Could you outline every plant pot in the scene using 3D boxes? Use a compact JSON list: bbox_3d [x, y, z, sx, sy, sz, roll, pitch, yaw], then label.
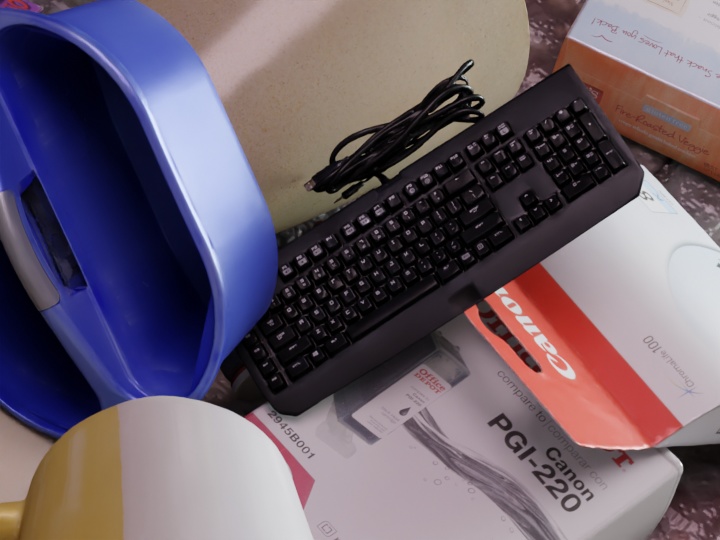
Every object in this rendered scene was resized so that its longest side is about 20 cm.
[{"bbox_3d":[-0.051,-0.095,1.385,0.187,0.188,0.200,39,55,14],"label":"plant pot"}]

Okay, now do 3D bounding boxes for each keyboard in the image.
[{"bbox_3d":[0.021,-0.027,1.298,0.200,0.040,0.104,-33,64,-1],"label":"keyboard"}]

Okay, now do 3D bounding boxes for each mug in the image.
[{"bbox_3d":[-0.094,0.124,1.174,0.186,0.149,0.153,28,30,-26],"label":"mug"}]

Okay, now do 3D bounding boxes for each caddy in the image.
[{"bbox_3d":[-0.125,-0.023,1.250,0.201,0.141,0.105,65,30,-9],"label":"caddy"}]

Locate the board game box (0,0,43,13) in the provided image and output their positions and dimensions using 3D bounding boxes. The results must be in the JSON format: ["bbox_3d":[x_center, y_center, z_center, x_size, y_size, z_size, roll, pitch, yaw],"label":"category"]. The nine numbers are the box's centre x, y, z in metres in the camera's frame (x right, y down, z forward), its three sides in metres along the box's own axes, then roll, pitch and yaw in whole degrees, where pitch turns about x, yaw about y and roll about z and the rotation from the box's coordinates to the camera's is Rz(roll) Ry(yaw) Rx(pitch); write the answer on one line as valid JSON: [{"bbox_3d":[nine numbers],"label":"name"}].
[{"bbox_3d":[-0.240,-0.119,1.391,0.120,0.032,0.200,21,21,6],"label":"board game box"}]

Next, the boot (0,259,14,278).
[{"bbox_3d":[-0.252,-0.028,1.319,0.154,0.074,0.203,51,28,22],"label":"boot"}]

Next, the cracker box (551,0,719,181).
[{"bbox_3d":[0.200,-0.147,1.570,0.134,0.058,0.200,26,53,5],"label":"cracker box"}]

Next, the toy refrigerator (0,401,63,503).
[{"bbox_3d":[-0.202,0.151,1.246,0.070,0.076,0.200,27,54,5],"label":"toy refrigerator"}]

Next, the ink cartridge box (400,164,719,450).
[{"bbox_3d":[0.120,0.012,1.364,0.200,0.047,0.160,3,41,-54],"label":"ink cartridge box"}]

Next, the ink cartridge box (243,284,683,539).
[{"bbox_3d":[0.028,0.108,1.331,0.200,0.085,0.146,-31,68,-33],"label":"ink cartridge box"}]

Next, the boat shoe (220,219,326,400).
[{"bbox_3d":[0.000,0.000,1.403,0.200,0.071,0.063,-30,82,-36],"label":"boat shoe"}]
